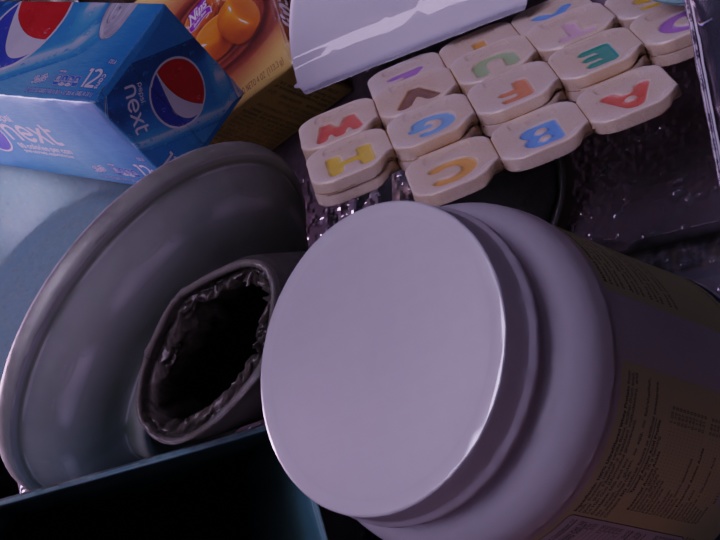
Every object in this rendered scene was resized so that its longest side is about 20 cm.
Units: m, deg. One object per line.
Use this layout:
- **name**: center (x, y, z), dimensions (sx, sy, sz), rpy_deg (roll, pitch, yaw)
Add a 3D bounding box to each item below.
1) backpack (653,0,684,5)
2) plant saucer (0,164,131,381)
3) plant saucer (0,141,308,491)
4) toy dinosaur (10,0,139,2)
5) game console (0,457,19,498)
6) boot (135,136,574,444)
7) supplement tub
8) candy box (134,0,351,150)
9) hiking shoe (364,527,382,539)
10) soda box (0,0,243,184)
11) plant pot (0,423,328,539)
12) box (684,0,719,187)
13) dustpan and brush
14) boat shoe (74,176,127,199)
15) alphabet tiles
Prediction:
- **backpack**: center (0.169, -0.214, 0.746), dimensions (0.200, 0.151, 0.178), rpy_deg (-31, 53, 23)
- **plant saucer**: center (-0.164, 0.001, 0.889), dimensions (0.201, 0.039, 0.201), rpy_deg (-24, 42, 24)
- **plant saucer**: center (-0.082, 0.036, 0.823), dimensions (0.050, 0.200, 0.200), rpy_deg (33, 101, 25)
- **toy dinosaur**: center (-0.142, -0.191, 1.064), dimensions (0.200, 0.077, 0.102), rpy_deg (-23, 28, -5)
- **game console**: center (-0.266, 0.151, 0.978), dimensions (0.116, 0.200, 0.176), rpy_deg (44, 95, 6)
- **boot**: center (0.002, 0.000, 0.797), dimensions (0.073, 0.200, 0.182), rpy_deg (39, 107, 30)
- **supplement tub**: center (0.070, 0.053, 0.722), dimensions (0.145, 0.200, 0.145), rpy_deg (-14, 69, 39)
- **candy box**: center (-0.106, -0.107, 1.029), dimensions (0.200, 0.056, 0.117), rpy_deg (-33, 60, 29)
- **hiking shoe**: center (0.032, 0.149, 0.807), dimensions (0.074, 0.087, 0.200), rpy_deg (-34, 57, 29)
- **soda box**: center (-0.155, -0.093, 0.882), dimensions (0.200, 0.068, 0.064), rpy_deg (9, 60, 46)
- **plant pot**: center (-0.091, 0.165, 0.827), dimensions (0.200, 0.141, 0.142), rpy_deg (133, 122, -77)
- **box**: center (0.225, -0.006, 0.601), dimensions (0.124, 0.200, 0.197), rpy_deg (-23, 63, 34)
- **dustpan and brush**: center (0.019, -0.192, 0.944), dimensions (0.139, 0.057, 0.200), rpy_deg (-19, 65, 17)
- **boat shoe**: center (-0.095, -0.024, 0.950), dimensions (0.059, 0.072, 0.200), rpy_deg (-37, 80, 33)
- **alphabet tiles**: center (0.067, -0.087, 0.795), dimensions (0.200, 0.015, 0.196), rpy_deg (-22, 23, 3)
